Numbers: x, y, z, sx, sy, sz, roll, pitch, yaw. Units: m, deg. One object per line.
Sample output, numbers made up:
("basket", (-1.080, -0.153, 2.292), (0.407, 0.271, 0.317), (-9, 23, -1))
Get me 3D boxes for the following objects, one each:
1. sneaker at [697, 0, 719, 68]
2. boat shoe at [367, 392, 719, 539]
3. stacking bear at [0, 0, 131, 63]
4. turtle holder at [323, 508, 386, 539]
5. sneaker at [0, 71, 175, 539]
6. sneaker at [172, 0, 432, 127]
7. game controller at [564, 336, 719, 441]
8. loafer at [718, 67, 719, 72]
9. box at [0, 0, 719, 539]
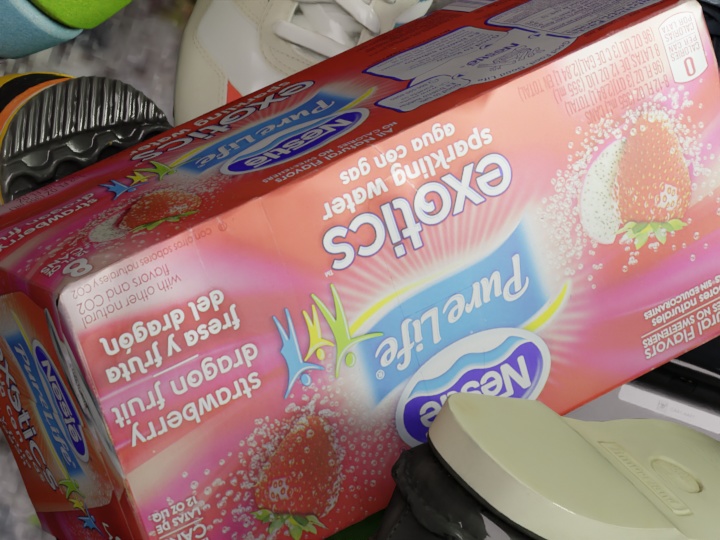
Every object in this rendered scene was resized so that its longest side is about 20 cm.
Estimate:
("sneaker", (0.135, -0.107, 0.843), (0.202, 0.077, 0.147), (0, 75, 34))
("boat shoe", (0.075, 0.080, 0.750), (0.074, 0.201, 0.063), (44, 110, 38))
("stacking bear", (-0.083, -0.130, 0.812), (0.200, 0.114, 0.122), (-26, 65, 14))
("turtle holder", (0.001, 0.154, 0.768), (0.141, 0.132, 0.186), (34, 40, -15))
("sneaker", (-0.074, 0.035, 0.842), (0.070, 0.090, 0.201), (-21, 108, -23))
("sneaker", (-0.003, -0.108, 0.855), (0.070, 0.093, 0.200), (24, 79, 1))
("game controller", (0.092, 0.051, 0.867), (0.199, 0.042, 0.105), (20, 93, 0))
("loafer", (0.176, -0.019, 0.845), (0.200, 0.072, 0.063), (28, 87, -23))
("box", (0.000, 0.000, 0.765), (0.200, 0.100, 0.096), (-26, 109, -22))
